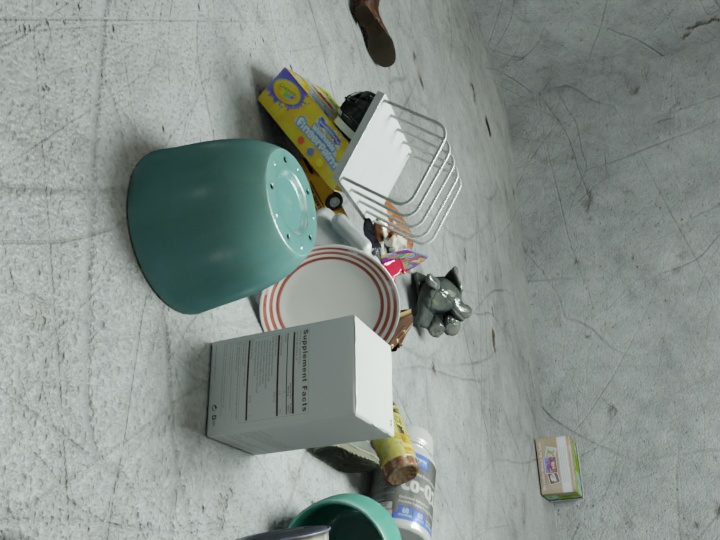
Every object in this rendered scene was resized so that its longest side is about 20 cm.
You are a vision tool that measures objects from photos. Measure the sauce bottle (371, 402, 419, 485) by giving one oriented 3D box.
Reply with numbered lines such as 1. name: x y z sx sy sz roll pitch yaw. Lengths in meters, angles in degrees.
1. sauce bottle: 0.042 0.260 1.293 0.066 0.065 0.202 54 12 -47

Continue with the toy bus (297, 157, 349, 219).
1. toy bus: -0.056 -0.085 1.249 0.201 0.077 0.065 61 -1 -38

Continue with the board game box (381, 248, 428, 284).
1. board game box: 0.040 0.017 1.344 0.199 0.156 0.040 13 55 -68

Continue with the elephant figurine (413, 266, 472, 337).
1. elephant figurine: 0.179 0.053 1.780 0.140 0.157 0.201 25 27 -10

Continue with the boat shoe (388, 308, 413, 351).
1. boat shoe: 0.050 0.121 1.449 0.199 0.070 0.072 -19 89 -61

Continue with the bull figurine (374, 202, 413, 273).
1. bull figurine: 0.063 -0.078 1.596 0.200 0.064 0.124 42 45 -55

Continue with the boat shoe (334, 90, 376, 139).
1. boat shoe: 0.003 -0.250 1.203 0.074 0.066 0.200 42 15 -4

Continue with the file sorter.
1. file sorter: 0.065 -0.138 1.136 0.140 0.123 0.200 -61 160 -6

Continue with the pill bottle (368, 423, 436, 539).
1. pill bottle: 0.072 0.373 1.307 0.202 0.112 0.115 -79 149 -46

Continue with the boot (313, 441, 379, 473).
1. boot: -0.024 0.207 1.228 0.182 0.071 0.203 53 26 -52

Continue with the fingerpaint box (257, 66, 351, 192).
1. fingerpaint box: -0.051 -0.215 1.237 0.201 0.073 0.166 51 15 14

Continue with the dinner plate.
1. dinner plate: -0.043 0.052 1.073 0.024 0.197 0.203 -94 163 -62

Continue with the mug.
1. mug: -0.031 0.385 1.017 0.153 0.184 0.114 59 10 16

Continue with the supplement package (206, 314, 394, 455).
1. supplement package: -0.071 0.144 0.936 0.121 0.197 0.122 44 39 -56

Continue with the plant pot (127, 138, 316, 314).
1. plant pot: -0.147 -0.062 0.902 0.200 0.158 0.205 -11 90 -69

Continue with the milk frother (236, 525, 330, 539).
1. milk frother: -0.057 0.391 0.846 0.180 0.197 0.192 16 64 -62

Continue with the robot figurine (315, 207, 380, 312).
1. robot figurine: -0.046 -0.011 1.135 0.200 0.170 0.113 44 47 4

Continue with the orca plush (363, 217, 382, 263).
1. orca plush: 0.000 0.000 1.239 0.071 0.104 0.203 -33 144 -45

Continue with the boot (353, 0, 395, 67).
1. boot: 0.038 -0.614 1.827 0.187 0.063 0.202 60 23 -44

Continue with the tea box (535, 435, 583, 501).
1. tea box: 0.736 0.733 2.824 0.197 0.131 0.204 42 41 -57
